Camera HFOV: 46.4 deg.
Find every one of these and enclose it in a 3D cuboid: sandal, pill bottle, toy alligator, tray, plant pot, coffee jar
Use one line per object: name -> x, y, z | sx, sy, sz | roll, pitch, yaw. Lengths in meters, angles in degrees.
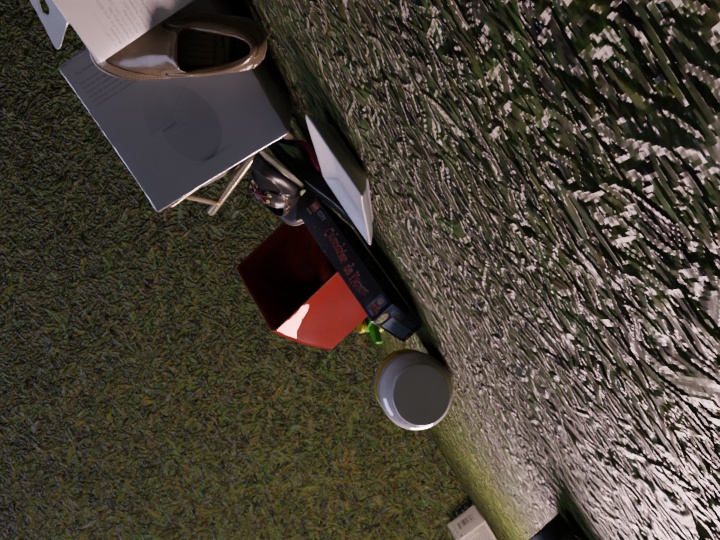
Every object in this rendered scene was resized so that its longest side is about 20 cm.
sandal -> -0.065, -0.140, 1.154 | 0.199, 0.045, 0.075 | 42, 178, 11
pill bottle -> 0.080, 0.180, 1.273 | 0.114, 0.111, 0.200 | 56, 176, 0
toy alligator -> 0.006, 0.082, 1.836 | 0.201, 0.058, 0.055 | 54, 134, 48
tray -> -0.015, -0.100, 0.938 | 0.109, 0.022, 0.200 | 57, 176, 12
plant pot -> -0.081, 0.029, 1.580 | 0.176, 0.199, 0.201 | 45, -175, -45
coffee jar -> -0.114, -0.131, 1.404 | 0.106, 0.084, 0.200 | 60, 176, -8

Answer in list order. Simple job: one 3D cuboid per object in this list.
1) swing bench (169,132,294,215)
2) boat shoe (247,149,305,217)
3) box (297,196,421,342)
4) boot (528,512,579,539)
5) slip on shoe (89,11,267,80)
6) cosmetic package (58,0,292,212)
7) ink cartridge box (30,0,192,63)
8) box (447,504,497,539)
swing bench -> -0.242, -0.230, 1.292 | 0.201, 0.199, 0.129 | 54, -164, 15
boat shoe -> -0.120, -0.118, 1.167 | 0.073, 0.063, 0.201 | 42, 177, 5
box -> 0.000, 0.000, 1.188 | 0.201, 0.037, 0.136 | 55, -172, 26
boot -> 0.255, 0.369, 1.000 | 0.132, 0.069, 0.200 | 50, 177, 22
slip on shoe -> -0.200, -0.241, 0.909 | 0.061, 0.194, 0.078 | -89, 1, -66
cosmetic package -> -0.215, -0.221, 1.019 | 0.202, 0.196, 0.124 | 58, -169, -23
ink cartridge box -> -0.258, -0.328, 0.858 | 0.129, 0.198, 0.126 | 53, 175, 28
box -> 0.417, 0.966, 2.992 | 0.202, 0.126, 0.109 | 59, 175, -22
